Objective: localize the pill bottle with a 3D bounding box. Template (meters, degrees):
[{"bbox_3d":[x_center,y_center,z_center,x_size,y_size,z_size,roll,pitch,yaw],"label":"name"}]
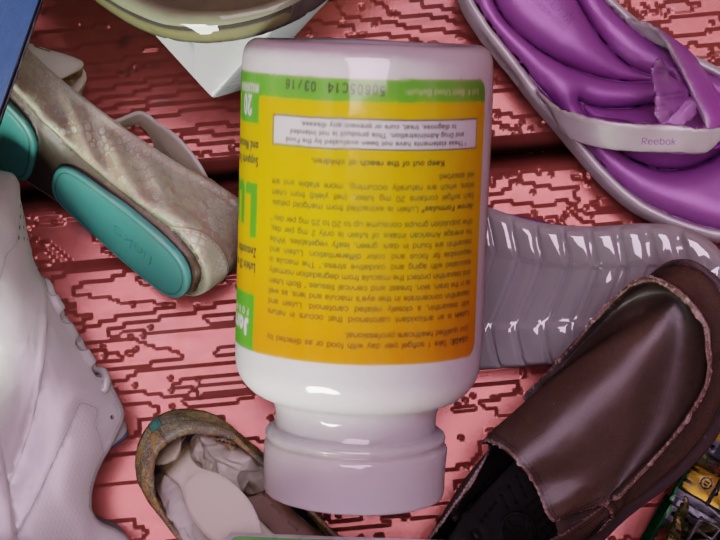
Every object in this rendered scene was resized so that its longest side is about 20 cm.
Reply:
[{"bbox_3d":[0.000,0.000,0.863,0.110,0.111,0.202,2,98,-1],"label":"pill bottle"}]

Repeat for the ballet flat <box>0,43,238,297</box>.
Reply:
[{"bbox_3d":[-0.137,-0.064,0.937,0.200,0.067,0.062,40,56,0],"label":"ballet flat"}]

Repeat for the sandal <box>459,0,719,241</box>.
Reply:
[{"bbox_3d":[0.127,-0.086,0.931,0.202,0.050,0.083,38,84,4],"label":"sandal"}]

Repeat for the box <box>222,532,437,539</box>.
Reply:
[{"bbox_3d":[0.027,0.209,0.810,0.199,0.097,0.178,-2,110,25],"label":"box"}]

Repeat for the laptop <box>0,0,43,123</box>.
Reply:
[{"bbox_3d":[-0.240,-0.082,0.840,0.199,0.116,0.189,18,82,1],"label":"laptop"}]

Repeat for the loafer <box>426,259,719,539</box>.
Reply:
[{"bbox_3d":[0.096,0.082,0.866,0.073,0.071,0.201,43,113,27],"label":"loafer"}]

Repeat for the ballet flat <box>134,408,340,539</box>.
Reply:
[{"bbox_3d":[-0.030,0.142,0.902,0.071,0.071,0.200,-44,86,-5],"label":"ballet flat"}]

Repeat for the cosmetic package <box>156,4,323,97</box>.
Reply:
[{"bbox_3d":[-0.080,-0.207,0.921,0.200,0.052,0.151,47,110,5],"label":"cosmetic package"}]

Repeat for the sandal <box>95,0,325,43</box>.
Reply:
[{"bbox_3d":[-0.103,-0.160,0.863,0.200,0.058,0.080,26,48,13],"label":"sandal"}]

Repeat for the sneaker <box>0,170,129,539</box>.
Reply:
[{"bbox_3d":[-0.156,0.051,0.918,0.086,0.074,0.202,-6,90,-13],"label":"sneaker"}]

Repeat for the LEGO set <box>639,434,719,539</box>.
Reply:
[{"bbox_3d":[0.197,0.125,0.867,0.115,0.154,0.201,29,87,3],"label":"LEGO set"}]

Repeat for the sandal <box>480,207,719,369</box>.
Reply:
[{"bbox_3d":[0.075,0.008,0.929,0.201,0.050,0.083,8,98,12],"label":"sandal"}]
